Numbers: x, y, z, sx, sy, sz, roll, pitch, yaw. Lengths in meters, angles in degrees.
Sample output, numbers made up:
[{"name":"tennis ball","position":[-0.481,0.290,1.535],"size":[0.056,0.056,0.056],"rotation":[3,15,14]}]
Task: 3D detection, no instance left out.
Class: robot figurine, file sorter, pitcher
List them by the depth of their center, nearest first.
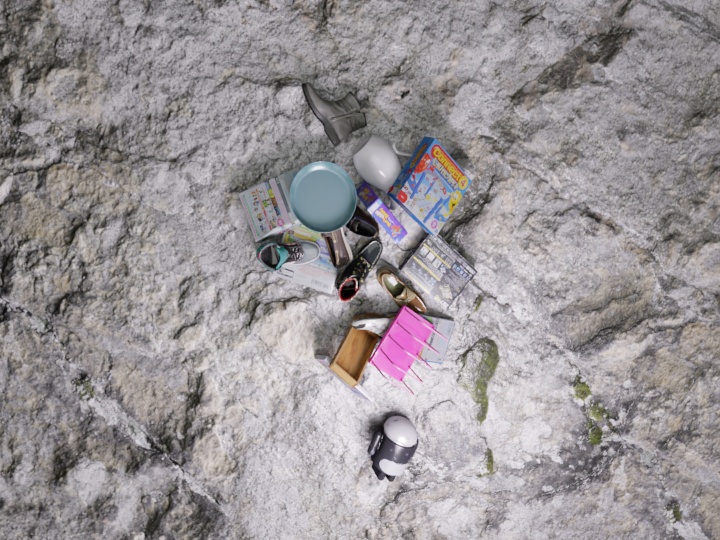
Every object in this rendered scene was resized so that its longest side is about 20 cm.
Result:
[{"name":"pitcher","position":[0.086,-0.308,1.527],"size":[0.172,0.121,0.200],"rotation":[-45,109,2]},{"name":"file sorter","position":[0.146,0.240,1.548],"size":[0.137,0.125,0.204],"rotation":[32,92,-27]},{"name":"robot figurine","position":[0.105,0.570,1.687],"size":[0.122,0.149,0.206],"rotation":[26,100,22]}]

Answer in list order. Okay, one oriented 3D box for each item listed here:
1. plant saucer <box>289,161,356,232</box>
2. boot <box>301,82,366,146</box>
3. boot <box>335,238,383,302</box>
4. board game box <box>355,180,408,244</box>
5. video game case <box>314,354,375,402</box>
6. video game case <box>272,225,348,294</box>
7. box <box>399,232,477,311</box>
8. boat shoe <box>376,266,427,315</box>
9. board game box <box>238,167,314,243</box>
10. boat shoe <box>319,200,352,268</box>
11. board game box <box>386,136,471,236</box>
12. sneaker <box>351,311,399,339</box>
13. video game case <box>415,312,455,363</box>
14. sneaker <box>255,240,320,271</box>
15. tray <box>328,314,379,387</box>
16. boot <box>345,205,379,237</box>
[{"name":"plant saucer","position":[-0.107,-0.208,1.502],"size":[0.192,0.027,0.209],"rotation":[1,82,-8]},{"name":"boot","position":[-0.074,-0.478,1.517],"size":[0.129,0.068,0.203],"rotation":[-35,108,-1]},{"name":"boot","position":[0.001,0.002,1.557],"size":[0.073,0.154,0.205],"rotation":[40,97,-10]},{"name":"board game box","position":[0.054,-0.169,1.492],"size":[0.045,0.201,0.135],"rotation":[-40,114,6]},{"name":"video game case","position":[-0.051,0.332,1.625],"size":[0.199,0.143,0.018],"rotation":[42,73,-9]},{"name":"video game case","position":[-0.154,-0.046,1.608],"size":[0.193,0.022,0.188],"rotation":[17,99,-5]},{"name":"box","position":[0.241,-0.001,1.623],"size":[0.198,0.049,0.163],"rotation":[39,95,-9]},{"name":"boat shoe","position":[0.126,0.075,1.618],"size":[0.199,0.074,0.076],"rotation":[41,97,-9]},{"name":"board game box","position":[-0.241,-0.190,1.543],"size":[0.194,0.064,0.152],"rotation":[-22,89,0]},{"name":"boat shoe","position":[-0.087,-0.108,1.547],"size":[0.058,0.071,0.206],"rotation":[-28,105,-28]},{"name":"board game box","position":[0.203,-0.241,1.520],"size":[0.198,0.056,0.199],"rotation":[36,87,-34]},{"name":"sneaker","position":[0.064,0.180,1.616],"size":[0.192,0.075,0.091],"rotation":[0,100,-18]},{"name":"video game case","position":[0.196,0.211,1.642],"size":[0.194,0.018,0.148],"rotation":[12,101,-26]},{"name":"sneaker","position":[-0.215,-0.048,1.532],"size":[0.192,0.121,0.087],"rotation":[-4,101,-2]},{"name":"tray","position":[-0.015,0.242,1.591],"size":[0.098,0.202,0.037],"rotation":[40,135,-11]},{"name":"boot","position":[-0.026,-0.159,1.555],"size":[0.195,0.097,0.076],"rotation":[28,98,-8]}]
